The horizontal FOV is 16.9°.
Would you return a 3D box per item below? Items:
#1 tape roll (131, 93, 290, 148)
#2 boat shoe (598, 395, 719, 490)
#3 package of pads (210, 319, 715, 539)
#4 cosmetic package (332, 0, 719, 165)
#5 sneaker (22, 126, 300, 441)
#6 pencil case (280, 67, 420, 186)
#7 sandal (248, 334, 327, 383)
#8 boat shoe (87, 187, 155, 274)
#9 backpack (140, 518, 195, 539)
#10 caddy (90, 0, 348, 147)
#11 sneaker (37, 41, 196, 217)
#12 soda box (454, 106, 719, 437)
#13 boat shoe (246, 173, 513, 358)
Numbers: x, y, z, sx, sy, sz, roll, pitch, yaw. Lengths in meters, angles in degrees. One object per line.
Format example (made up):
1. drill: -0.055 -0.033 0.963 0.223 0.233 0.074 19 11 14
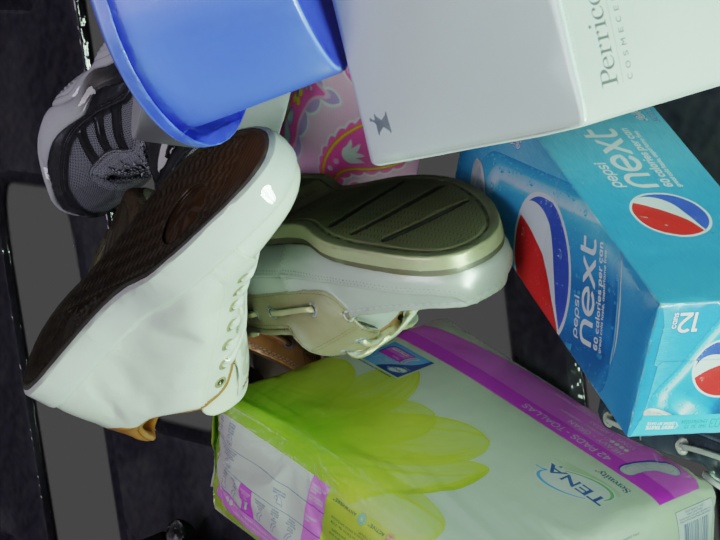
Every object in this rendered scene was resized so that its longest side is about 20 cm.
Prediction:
1. tape roll: -0.060 -0.155 1.114 0.200 0.066 0.201 -173 90 -83
2. boat shoe: 0.167 0.067 1.004 0.200 0.075 0.062 21 118 46
3. package of pads: 0.041 0.102 1.108 0.200 0.154 0.069 31 126 40
4. cosmetic package: 0.088 -0.162 0.911 0.123 0.199 0.200 -8 98 52
5. sneaker: -0.068 0.010 1.071 0.084 0.073 0.200 30 136 -18
6. pencil case: -0.005 -0.072 1.153 0.087 0.087 0.201 41 133 34
7. sandal: -0.048 0.051 1.276 0.080 0.054 0.201 -29 76 51
8. boat shoe: -0.095 0.005 1.212 0.200 0.076 0.072 160 129 -80
9. backpack: -0.106 0.265 1.373 0.200 0.167 0.127 46 155 25
10. caddy: -0.066 -0.149 0.936 0.105 0.141 0.201 -12 105 20
11. sneaker: -0.107 -0.060 1.274 0.200 0.075 0.114 -48 51 45
12. soda box: 0.106 -0.015 0.998 0.200 0.067 0.064 -120 34 -53
13. boat shoe: 0.000 0.000 1.075 0.200 0.075 0.069 11 121 54
